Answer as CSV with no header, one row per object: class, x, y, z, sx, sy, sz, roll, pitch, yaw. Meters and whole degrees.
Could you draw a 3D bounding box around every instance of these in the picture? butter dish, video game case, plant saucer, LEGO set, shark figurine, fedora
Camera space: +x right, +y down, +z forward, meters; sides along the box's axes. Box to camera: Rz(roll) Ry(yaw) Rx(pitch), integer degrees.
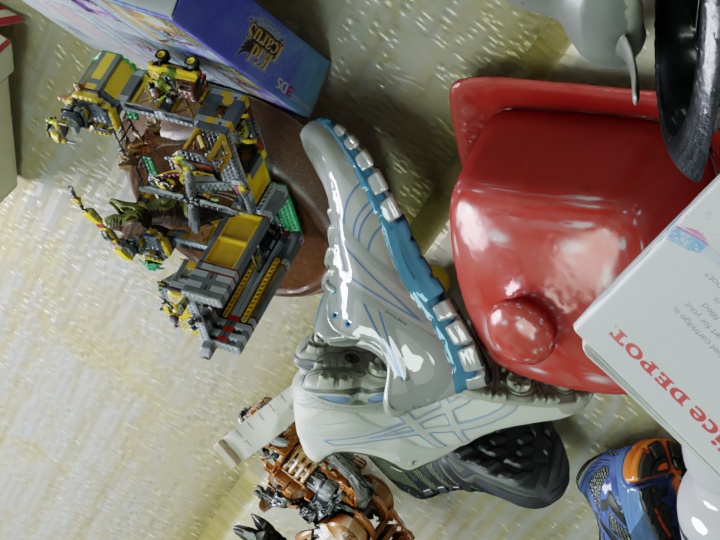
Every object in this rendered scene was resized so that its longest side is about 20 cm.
butter dish,0.126,0.001,1.297,0.198,0.148,0.201,8,127,33
video game case,-0.137,-0.167,1.363,0.180,0.046,0.200,21,175,26
plant saucer,-0.081,-0.045,1.474,0.199,0.035,0.201,21,149,14
LEGO set,-0.126,-0.033,1.378,0.153,0.116,0.201,19,149,16
shark figurine,0.114,-0.176,1.160,0.089,0.129,0.215,2,132,8
fedora,0.209,-0.144,1.132,0.091,0.201,0.202,0,130,-1

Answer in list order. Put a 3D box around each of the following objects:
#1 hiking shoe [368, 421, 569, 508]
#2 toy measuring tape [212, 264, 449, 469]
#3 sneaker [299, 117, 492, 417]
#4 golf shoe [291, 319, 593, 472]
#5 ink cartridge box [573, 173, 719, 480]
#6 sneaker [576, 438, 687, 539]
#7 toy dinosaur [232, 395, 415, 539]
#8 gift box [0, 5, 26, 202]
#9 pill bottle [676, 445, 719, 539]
hiking shoe,0.064,0.121,1.516,0.199,0.076,0.101,26,148,30
toy measuring tape,-0.016,0.061,1.485,0.200,0.074,0.074,-40,96,15
sneaker,0.000,0.000,1.360,0.201,0.086,0.075,62,-179,12
golf shoe,0.052,0.088,1.433,0.198,0.079,0.098,3,125,-6
ink cartridge box,0.223,0.010,1.090,0.145,0.085,0.200,44,135,4
sneaker,0.204,0.199,1.466,0.078,0.075,0.201,1,116,49
toy dinosaur,-0.021,0.175,1.565,0.136,0.102,0.201,-21,95,58
gift box,-0.344,-0.108,1.571,0.199,0.185,0.187,25,145,15
pill bottle,0.259,0.172,1.354,0.115,0.116,0.201,9,128,33
